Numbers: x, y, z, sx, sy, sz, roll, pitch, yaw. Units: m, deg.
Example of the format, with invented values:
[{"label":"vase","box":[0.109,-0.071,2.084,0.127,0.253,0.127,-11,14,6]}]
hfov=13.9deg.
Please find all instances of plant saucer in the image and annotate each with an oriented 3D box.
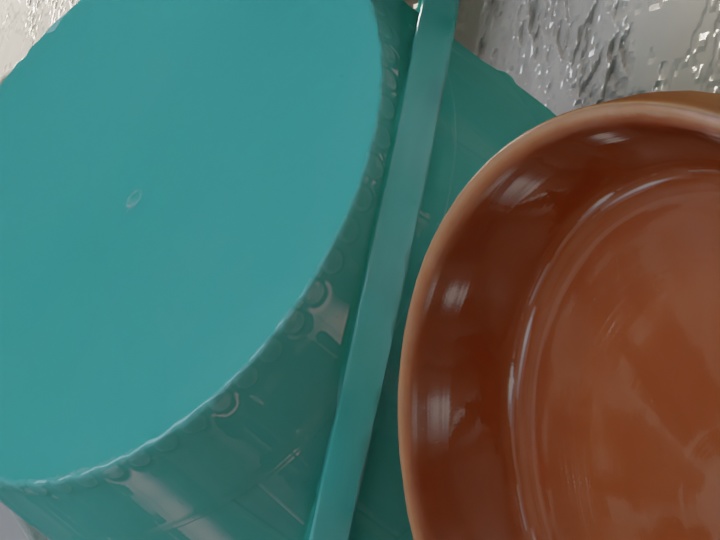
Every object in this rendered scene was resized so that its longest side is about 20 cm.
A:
[{"label":"plant saucer","box":[0.086,0.058,0.666,0.200,0.032,0.202,21,119,44]}]

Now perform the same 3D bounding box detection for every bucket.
[{"label":"bucket","box":[-0.022,0.010,0.844,0.206,0.135,0.208,-24,48,30]}]

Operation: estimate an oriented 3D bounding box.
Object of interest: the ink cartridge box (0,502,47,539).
[{"label":"ink cartridge box","box":[-0.122,0.107,0.998,0.200,0.067,0.117,50,124,44]}]

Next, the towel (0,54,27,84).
[{"label":"towel","box":[-0.060,-0.099,1.073,0.192,0.035,0.200,-36,6,-25]}]

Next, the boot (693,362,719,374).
[{"label":"boot","box":[0.113,0.028,0.698,0.200,0.072,0.091,136,129,-60]}]
